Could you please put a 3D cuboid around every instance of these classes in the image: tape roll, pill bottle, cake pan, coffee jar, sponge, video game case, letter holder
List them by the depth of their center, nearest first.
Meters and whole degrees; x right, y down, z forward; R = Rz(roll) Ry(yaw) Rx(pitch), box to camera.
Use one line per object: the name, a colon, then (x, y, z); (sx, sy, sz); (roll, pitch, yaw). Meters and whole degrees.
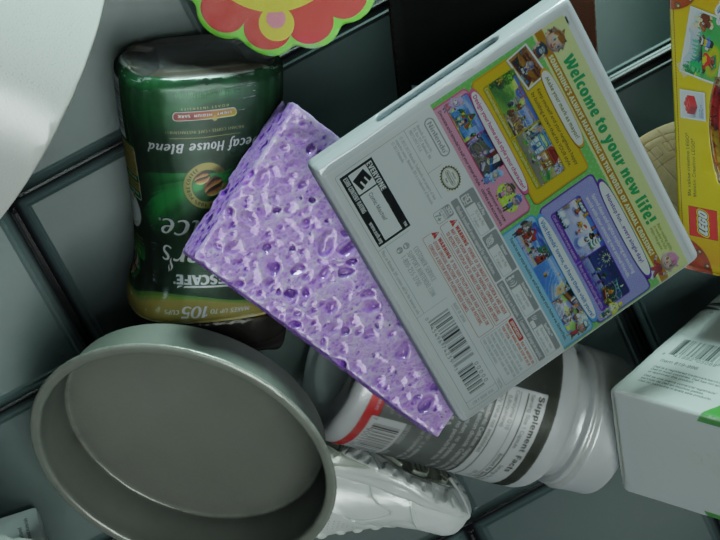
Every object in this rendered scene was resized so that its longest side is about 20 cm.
tape roll: (-0.251, -0.127, 1.343); (0.139, 0.203, 0.203); (27, 104, -24)
video game case: (0.089, -0.036, 1.429); (0.182, 0.022, 0.201); (-34, 118, -6)
sponge: (0.000, 0.000, 1.454); (0.200, 0.030, 0.112); (37, 85, -21)
coffee jar: (-0.097, -0.041, 1.487); (0.104, 0.085, 0.201); (-7, 115, -12)
letter holder: (0.088, -0.146, 1.495); (0.100, 0.142, 0.201); (2, 115, 19)
cake pan: (-0.108, 0.108, 1.502); (0.199, 0.037, 0.201); (9, 134, 9)
pill bottle: (0.073, 0.077, 1.568); (0.199, 0.114, 0.114); (16, 108, -21)

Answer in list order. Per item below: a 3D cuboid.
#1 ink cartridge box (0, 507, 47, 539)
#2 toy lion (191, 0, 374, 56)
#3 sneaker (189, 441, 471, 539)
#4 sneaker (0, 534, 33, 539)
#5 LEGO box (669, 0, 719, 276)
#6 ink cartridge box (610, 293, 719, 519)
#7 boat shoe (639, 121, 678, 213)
ink cartridge box: (-0.284, 0.263, 1.567); (0.199, 0.086, 0.147); (-18, 116, -9)
toy lion: (-0.057, -0.235, 1.392); (0.191, 0.069, 0.201); (24, 105, -2)
sneaker: (-0.025, 0.148, 1.602); (0.199, 0.078, 0.100); (19, 113, -12)
sneaker: (-0.232, 0.261, 1.487); (0.145, 0.081, 0.201); (-7, 106, -8)
LEGO box: (0.267, -0.114, 1.518); (0.149, 0.077, 0.201); (-33, 126, -45)
ink cartridge box: (0.280, 0.078, 1.561); (0.200, 0.146, 0.084); (-36, 127, -39)
boat shoe: (0.167, -0.024, 1.555); (0.072, 0.065, 0.200); (45, 60, -4)
